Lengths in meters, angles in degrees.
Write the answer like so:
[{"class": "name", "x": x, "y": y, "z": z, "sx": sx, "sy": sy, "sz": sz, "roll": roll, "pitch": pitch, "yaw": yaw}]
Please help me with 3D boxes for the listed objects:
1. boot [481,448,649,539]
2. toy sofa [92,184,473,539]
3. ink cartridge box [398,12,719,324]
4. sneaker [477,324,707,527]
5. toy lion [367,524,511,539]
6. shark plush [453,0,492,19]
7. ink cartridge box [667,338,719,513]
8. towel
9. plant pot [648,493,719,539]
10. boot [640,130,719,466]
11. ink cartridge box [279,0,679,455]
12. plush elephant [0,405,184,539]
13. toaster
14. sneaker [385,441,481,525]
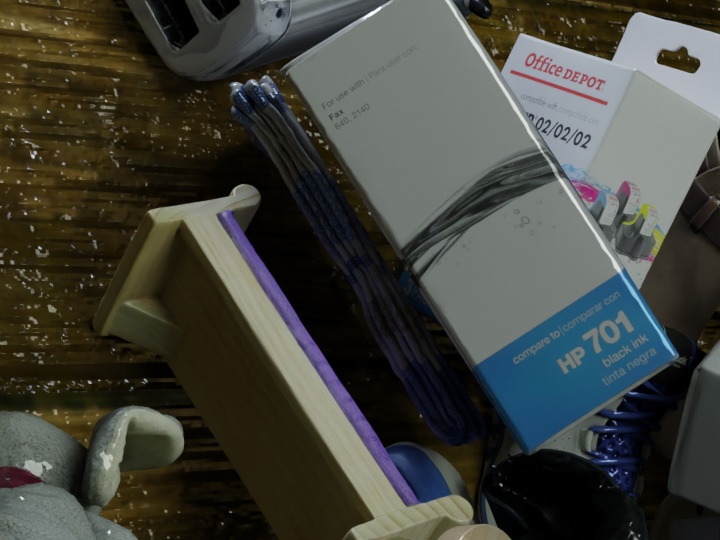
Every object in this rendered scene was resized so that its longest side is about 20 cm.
[{"class": "boot", "x": 0.125, "y": 0.192, "z": 1.048, "sx": 0.200, "sy": 0.076, "sz": 0.169, "roll": 52, "pitch": -16, "yaw": 49}, {"class": "toy sofa", "x": -0.027, "y": 0.060, "z": 1.018, "sx": 0.097, "sy": 0.083, "sz": 0.200, "roll": -12, "pitch": 55, "yaw": -38}, {"class": "ink cartridge box", "x": 0.109, "y": -0.050, "z": 1.170, "sx": 0.068, "sy": 0.115, "sz": 0.201, "roll": 26, "pitch": 91, "yaw": -32}, {"class": "sneaker", "x": 0.125, "y": 0.082, "z": 1.187, "sx": 0.080, "sy": 0.115, "sz": 0.200, "roll": 18, "pitch": 57, "yaw": -36}, {"class": "toy lion", "x": 0.022, "y": 0.209, "z": 0.869, "sx": 0.200, "sy": 0.068, "sz": 0.192, "roll": -22, "pitch": 95, "yaw": -48}, {"class": "shark plush", "x": 0.037, "y": -0.139, "z": 1.244, "sx": 0.091, "sy": 0.083, "sz": 0.201, "roll": 11, "pitch": 61, "yaw": -41}, {"class": "ink cartridge box", "x": 0.270, "y": 0.066, "z": 1.194, "sx": 0.145, "sy": 0.084, "sz": 0.200, "roll": 21, "pitch": 32, "yaw": 21}, {"class": "towel", "x": 0.000, "y": 0.000, "z": 1.097, "sx": 0.200, "sy": 0.024, "sz": 0.147, "roll": 58, "pitch": 0, "yaw": 4}, {"class": "plant pot", "x": 0.264, "y": 0.170, "z": 1.251, "sx": 0.199, "sy": 0.187, "sz": 0.188, "roll": 7, "pitch": 63, "yaw": -26}, {"class": "boot", "x": 0.188, "y": -0.003, "z": 1.271, "sx": 0.070, "sy": 0.146, "sz": 0.201, "roll": -23, "pitch": 86, "yaw": -49}, {"class": "ink cartridge box", "x": 0.057, "y": -0.024, "z": 1.035, "sx": 0.200, "sy": 0.086, "sz": 0.146, "roll": 59, "pitch": 5, "yaw": 2}, {"class": "plush elephant", "x": -0.143, "y": 0.122, "z": 0.888, "sx": 0.155, "sy": 0.164, "sz": 0.201, "roll": -75, "pitch": 164, "yaw": -78}, {"class": "toaster", "x": -0.059, "y": -0.181, "z": 1.155, "sx": 0.129, "sy": 0.113, "sz": 0.201, "roll": -28, "pitch": 91, "yaw": -45}, {"class": "sneaker", "x": -0.004, "y": 0.162, "z": 1.043, "sx": 0.111, "sy": 0.077, "sz": 0.201, "roll": 30, "pitch": 56, "yaw": -43}]
